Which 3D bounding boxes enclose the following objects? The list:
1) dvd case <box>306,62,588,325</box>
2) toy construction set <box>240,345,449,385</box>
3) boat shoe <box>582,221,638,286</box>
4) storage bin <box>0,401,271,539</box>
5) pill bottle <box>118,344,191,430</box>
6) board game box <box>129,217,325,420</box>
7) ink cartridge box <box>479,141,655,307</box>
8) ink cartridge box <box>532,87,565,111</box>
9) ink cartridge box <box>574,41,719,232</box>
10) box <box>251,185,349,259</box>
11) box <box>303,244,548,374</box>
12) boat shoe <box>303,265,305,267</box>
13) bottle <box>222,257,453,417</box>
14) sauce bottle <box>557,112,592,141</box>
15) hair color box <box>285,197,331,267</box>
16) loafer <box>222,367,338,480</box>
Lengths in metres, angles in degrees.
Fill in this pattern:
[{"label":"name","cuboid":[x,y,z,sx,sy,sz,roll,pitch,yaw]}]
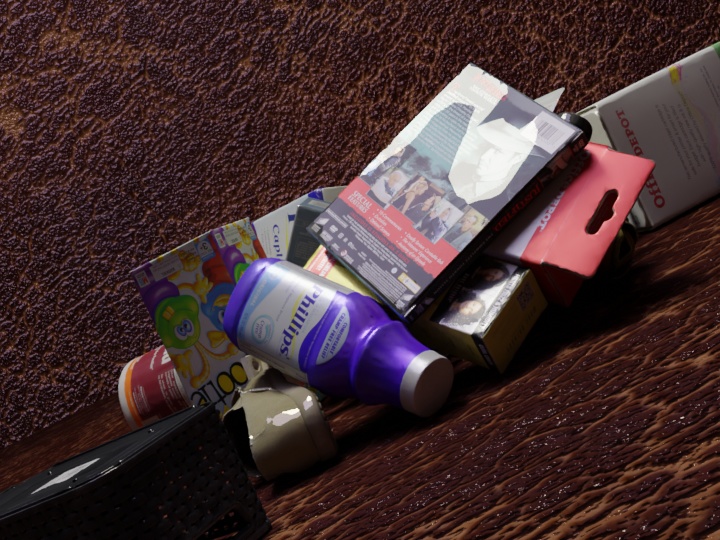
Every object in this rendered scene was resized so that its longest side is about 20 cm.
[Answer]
[{"label":"dvd case","cuboid":[0.065,-0.066,0.938,0.200,0.022,0.146,-46,46,-3]},{"label":"toy construction set","cuboid":[-0.002,0.072,1.043,0.198,0.093,0.131,-11,17,23]},{"label":"boat shoe","cuboid":[0.213,-0.015,1.051,0.067,0.073,0.200,6,7,19]},{"label":"storage bin","cuboid":[-0.176,0.174,0.766,0.199,0.094,0.135,-25,3,30]},{"label":"pill bottle","cuboid":[-0.183,0.127,1.406,0.199,0.115,0.114,-25,3,27]},{"label":"board game box","cuboid":[-0.128,0.064,1.182,0.102,0.202,0.105,-24,3,20]},{"label":"ink cartridge box","cuboid":[0.134,-0.047,0.943,0.199,0.067,0.117,20,70,39]},{"label":"ink cartridge box","cuboid":[0.120,-0.058,1.085,0.162,0.050,0.201,-18,41,55]},{"label":"ink cartridge box","cuboid":[0.350,-0.148,1.277,0.199,0.146,0.087,-27,3,-13]},{"label":"box","cuboid":[-0.045,0.008,1.436,0.104,0.186,0.199,-4,-10,-34]},{"label":"box","cuboid":[0.047,0.015,0.945,0.199,0.050,0.075,19,63,42]},{"label":"boat shoe","cuboid":[-0.001,0.000,1.122,0.072,0.068,0.200,25,-62,-42]},{"label":"bottle","cuboid":[-0.018,0.055,0.910,0.199,0.084,0.065,24,-6,38]},{"label":"sauce bottle","cuboid":[0.173,-0.058,1.110,0.065,0.064,0.202,-20,43,62]},{"label":"hair color box","cuboid":[-0.058,0.028,1.277,0.060,0.202,0.099,14,9,1]},{"label":"loafer","cuboid":[-0.079,0.125,0.942,0.068,0.076,0.200,-21,2,-18]}]
